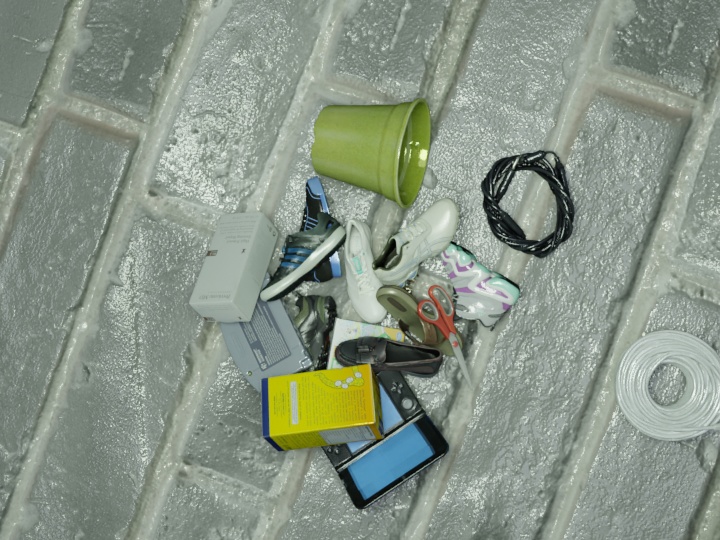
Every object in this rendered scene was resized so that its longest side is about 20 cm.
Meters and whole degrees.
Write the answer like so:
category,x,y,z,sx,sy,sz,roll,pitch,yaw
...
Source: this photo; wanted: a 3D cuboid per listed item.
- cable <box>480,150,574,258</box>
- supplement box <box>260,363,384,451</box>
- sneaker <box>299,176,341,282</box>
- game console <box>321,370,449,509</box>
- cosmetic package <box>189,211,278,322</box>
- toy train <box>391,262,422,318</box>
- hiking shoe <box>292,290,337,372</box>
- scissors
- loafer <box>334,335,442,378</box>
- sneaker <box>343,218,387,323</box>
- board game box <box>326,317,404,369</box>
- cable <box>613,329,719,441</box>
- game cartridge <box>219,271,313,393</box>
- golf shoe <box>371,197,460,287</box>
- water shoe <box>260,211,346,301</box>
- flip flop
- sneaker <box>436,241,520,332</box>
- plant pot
category,x,y,z,sx,sy,sz,roll,pitch,yaw
cable,0.312,-0.120,1.572,0.162,0.051,0.201,-10,88,6
supplement box,-0.066,0.245,1.489,0.199,0.109,0.110,-8,64,7
sneaker,-0.091,-0.076,1.605,0.077,0.070,0.201,-12,88,-1
game console,0.029,0.296,1.517,0.199,0.118,0.171,-32,94,-6
cosmetic package,-0.233,-0.007,1.563,0.101,0.074,0.201,-4,54,26
toy train,0.096,-0.004,1.594,0.034,0.046,0.201,19,90,7
hiking shoe,-0.109,0.142,1.607,0.100,0.076,0.201,10,83,19
scissors,0.172,0.120,1.537,0.073,0.014,0.200,-40,101,-29
loafer,0.054,0.150,1.537,0.199,0.063,0.072,9,57,-9
sneaker,0.000,0.000,1.575,0.075,0.088,0.201,-15,81,6
board game box,0.001,0.199,1.590,0.134,0.034,0.201,10,89,-6
cable,0.561,0.207,1.524,0.199,0.069,0.201,-15,86,6
game cartridge,-0.186,0.120,1.571,0.133,0.041,0.201,-28,74,2
golf shoe,0.100,-0.054,1.522,0.078,0.097,0.200,43,98,32
water shoe,-0.117,-0.025,1.548,0.200,0.072,0.079,-41,82,-9
flip flop,0.105,0.101,1.547,0.200,0.058,0.081,40,135,-21
sneaker,0.182,0.037,1.569,0.200,0.078,0.140,37,102,18
plant pot,0.015,-0.228,1.552,0.183,0.200,0.202,12,89,17
